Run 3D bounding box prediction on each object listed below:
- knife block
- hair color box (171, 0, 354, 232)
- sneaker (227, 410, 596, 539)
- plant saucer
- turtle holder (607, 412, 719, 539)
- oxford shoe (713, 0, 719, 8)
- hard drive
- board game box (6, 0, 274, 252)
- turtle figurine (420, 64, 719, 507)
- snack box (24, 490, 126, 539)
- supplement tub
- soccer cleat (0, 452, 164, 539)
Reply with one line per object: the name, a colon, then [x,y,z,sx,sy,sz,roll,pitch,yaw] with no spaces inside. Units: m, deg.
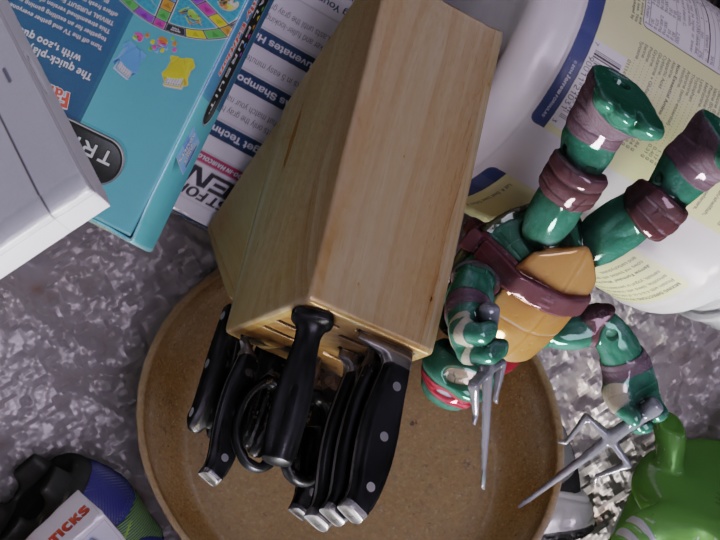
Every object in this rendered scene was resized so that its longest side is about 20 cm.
knife block: [0.000,0.000,0.945,0.064,0.176,0.200,25,111,-27]
hair color box: [-0.039,-0.114,1.047,0.100,0.061,0.200,28,87,-26]
sneaker: [0.014,0.107,1.111,0.200,0.074,0.079,-6,77,-20]
plant saucer: [-0.006,0.079,1.062,0.200,0.035,0.200,6,59,-10]
turtle holder: [0.186,0.158,1.138,0.141,0.185,0.132,24,110,14]
oxford shoe: [0.205,-0.205,1.136,0.072,0.071,0.200,-7,102,-17]
hard drive: [-0.211,-0.024,0.924,0.200,0.132,0.027,-33,151,6]
board game box: [-0.115,-0.131,0.981,0.151,0.047,0.200,26,88,7]
turtle figurine: [0.080,0.012,0.982,0.150,0.101,0.200,5,126,-50]
snack box: [-0.105,0.184,1.047,0.072,0.024,0.200,-43,136,-13]
supplement tub: [0.122,-0.067,1.079,0.200,0.145,0.145,28,87,-25]
soccer cleat: [-0.164,0.177,1.040,0.084,0.065,0.200,39,82,-27]
